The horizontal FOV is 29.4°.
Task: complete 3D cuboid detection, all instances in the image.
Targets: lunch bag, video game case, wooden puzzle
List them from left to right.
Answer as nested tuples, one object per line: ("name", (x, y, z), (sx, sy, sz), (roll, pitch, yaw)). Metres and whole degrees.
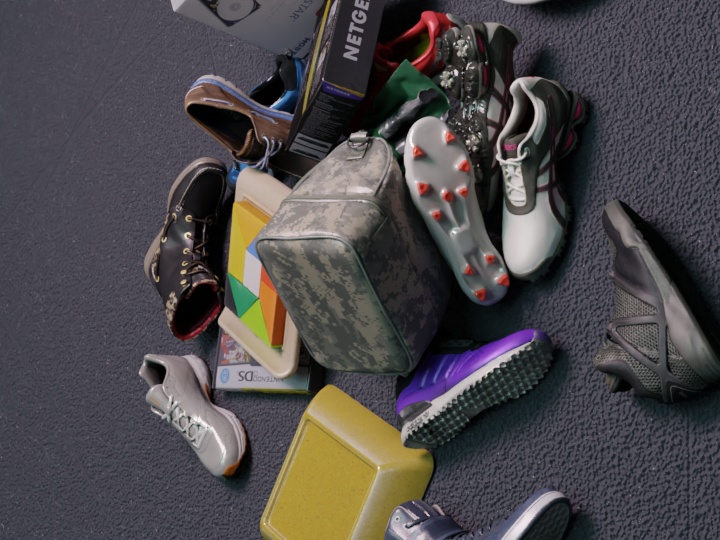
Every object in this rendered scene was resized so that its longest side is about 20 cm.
("wooden puzzle", (-0.114, -0.001, 1.573), (0.185, 0.037, 0.202), (35, 119, 54))
("video game case", (-0.102, 0.046, 1.637), (0.180, 0.025, 0.202), (-4, 76, 46))
("lunch bag", (0.008, -0.015, 1.378), (0.138, 0.201, 0.168), (2, 44, 37))

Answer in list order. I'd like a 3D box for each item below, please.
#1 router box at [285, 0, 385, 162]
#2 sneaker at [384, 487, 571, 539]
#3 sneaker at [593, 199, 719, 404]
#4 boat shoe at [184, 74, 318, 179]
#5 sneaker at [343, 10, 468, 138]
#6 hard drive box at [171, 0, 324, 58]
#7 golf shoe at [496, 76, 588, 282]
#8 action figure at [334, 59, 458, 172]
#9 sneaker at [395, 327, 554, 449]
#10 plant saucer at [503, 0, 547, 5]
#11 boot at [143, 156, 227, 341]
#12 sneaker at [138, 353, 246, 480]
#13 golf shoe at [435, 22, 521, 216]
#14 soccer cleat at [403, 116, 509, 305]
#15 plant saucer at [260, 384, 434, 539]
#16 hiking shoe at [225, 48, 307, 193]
("router box", (-0.023, -0.246, 1.538), (0.157, 0.052, 0.202), (127, 157, -61))
("sneaker", (0.104, 0.251, 1.320), (0.203, 0.077, 0.146), (-56, 48, 21))
("sneaker", (0.244, 0.035, 1.235), (0.114, 0.076, 0.201), (-37, 59, 25))
("boat shoe", (-0.119, -0.151, 1.600), (0.073, 0.199, 0.073), (-63, 1, 33))
("sneaker", (0.036, -0.220, 1.525), (0.200, 0.085, 0.077), (-42, 51, 30))
("hard drive box", (-0.108, -0.352, 1.631), (0.156, 0.199, 0.077), (-41, 53, 32))
("golf shoe", (0.162, -0.091, 1.354), (0.077, 0.088, 0.202), (3, 82, 45))
("action figure", (0.026, -0.137, 1.513), (0.200, 0.118, 0.055), (-33, 13, 46))
("sneaker", (0.102, 0.093, 1.375), (0.200, 0.069, 0.100), (-37, 52, 33))
("plant saucer", (0.203, -0.365, 1.416), (0.199, 0.050, 0.202), (-17, 66, 43))
("boot", (-0.206, -0.025, 1.715), (0.201, 0.073, 0.151), (-58, 35, 26))
("sneaker", (-0.213, 0.177, 1.667), (0.076, 0.092, 0.200), (-56, 45, 19))
("golf shoe", (0.132, -0.152, 1.402), (0.077, 0.087, 0.202), (23, 119, 53))
("soccer cleat", (0.090, -0.057, 1.365), (0.078, 0.069, 0.201), (-136, 22, -75))
("plant saucer", (-0.030, 0.248, 1.486), (0.199, 0.048, 0.201), (29, 101, 47))
("hiking shoe", (-0.117, -0.182, 1.671), (0.201, 0.086, 0.075), (-53, 40, 20))
